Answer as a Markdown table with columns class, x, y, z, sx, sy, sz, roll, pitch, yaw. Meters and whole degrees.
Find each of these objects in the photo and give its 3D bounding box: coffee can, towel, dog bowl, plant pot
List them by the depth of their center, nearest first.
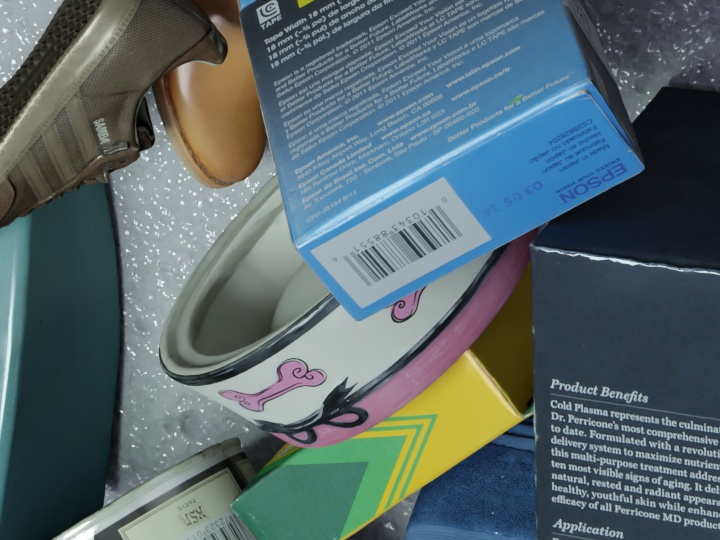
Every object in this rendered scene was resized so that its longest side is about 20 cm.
| class | x | y | z | sx | sy | sz | roll | pitch | yaw |
| --- | --- | --- | --- | --- | --- | --- | --- | --- | --- |
| dog bowl | 0.000 | 0.000 | 1.214 | 0.200 | 0.200 | 0.074 | -33 | 112 | 33 |
| towel | 0.065 | 0.161 | 1.255 | 0.112 | 0.200 | 0.049 | 9 | 147 | 21 |
| coffee can | -0.073 | 0.207 | 1.303 | 0.146 | 0.146 | 0.200 | -35 | 83 | 33 |
| plant pot | -0.210 | 0.037 | 1.358 | 0.141 | 0.141 | 0.200 | 19 | 110 | 16 |

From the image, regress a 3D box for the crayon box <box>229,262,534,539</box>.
| class | x | y | z | sx | sy | sz | roll | pitch | yaw |
| --- | --- | --- | --- | --- | --- | --- | --- | --- | --- |
| crayon box | 0.039 | 0.060 | 1.257 | 0.200 | 0.126 | 0.052 | -36 | 95 | 33 |

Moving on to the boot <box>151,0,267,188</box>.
| class | x | y | z | sx | sy | sz | roll | pitch | yaw |
| --- | --- | --- | --- | --- | --- | --- | --- | --- | --- |
| boot | -0.018 | -0.129 | 1.230 | 0.155 | 0.077 | 0.200 | 9 | 105 | 25 |

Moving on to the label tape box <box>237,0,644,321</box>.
| class | x | y | z | sx | sy | sz | roll | pitch | yaw |
| --- | --- | --- | --- | --- | --- | --- | --- | --- | --- |
| label tape box | 0.029 | -0.094 | 1.119 | 0.144 | 0.200 | 0.063 | -28 | 134 | 14 |

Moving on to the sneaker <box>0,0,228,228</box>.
| class | x | y | z | sx | sy | sz | roll | pitch | yaw |
| --- | --- | --- | --- | --- | --- | --- | --- | --- | --- |
| sneaker | -0.142 | -0.061 | 1.225 | 0.075 | 0.071 | 0.200 | 27 | 129 | -25 |

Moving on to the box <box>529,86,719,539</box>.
| class | x | y | z | sx | sy | sz | roll | pitch | yaw |
| --- | --- | --- | --- | --- | --- | --- | --- | --- | --- |
| box | 0.164 | 0.046 | 1.148 | 0.124 | 0.200 | 0.197 | 9 | 116 | 21 |
